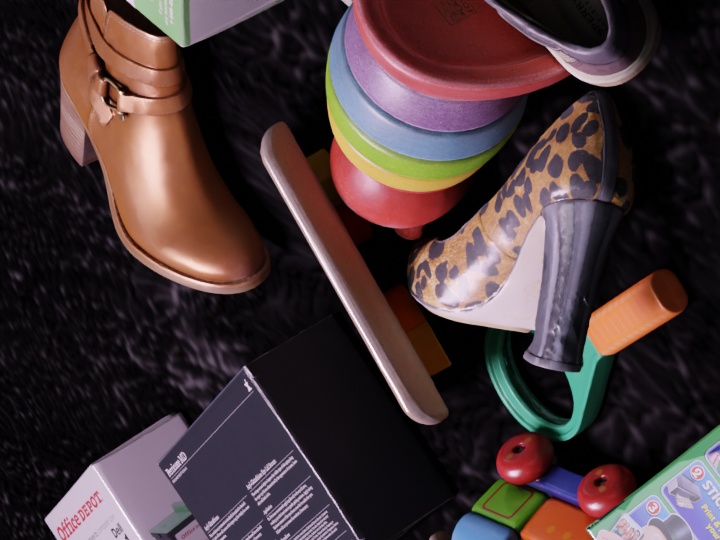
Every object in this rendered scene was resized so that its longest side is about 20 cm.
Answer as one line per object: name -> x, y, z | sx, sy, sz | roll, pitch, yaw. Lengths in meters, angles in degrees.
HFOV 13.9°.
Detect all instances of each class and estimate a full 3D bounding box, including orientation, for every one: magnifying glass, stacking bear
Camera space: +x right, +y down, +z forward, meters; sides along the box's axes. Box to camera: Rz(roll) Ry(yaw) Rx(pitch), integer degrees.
magnifying glass -> 0.123, 0.040, 1.601 | 0.080, 0.022, 0.200 | 58, 154, 4
stacking bear -> 0.034, -0.090, 1.537 | 0.122, 0.114, 0.200 | 53, 156, 17

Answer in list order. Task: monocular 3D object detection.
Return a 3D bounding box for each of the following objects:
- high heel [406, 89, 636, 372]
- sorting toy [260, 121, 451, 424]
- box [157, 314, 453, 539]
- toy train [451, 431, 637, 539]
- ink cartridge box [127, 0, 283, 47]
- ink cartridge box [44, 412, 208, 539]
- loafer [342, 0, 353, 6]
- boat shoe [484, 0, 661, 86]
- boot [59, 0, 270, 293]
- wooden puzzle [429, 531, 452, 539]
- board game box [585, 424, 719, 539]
high heel -> 0.085, -0.037, 1.565 | 0.200, 0.071, 0.143 | -150, 70, -64
sorting toy -> 0.000, 0.000, 1.678 | 0.185, 0.036, 0.200 | 61, 180, 0
box -> -0.039, 0.133, 1.887 | 0.141, 0.079, 0.200 | 54, 152, 6
toy train -> 0.123, 0.172, 1.603 | 0.200, 0.116, 0.085 | 20, 148, 51
ink cartridge box -> -0.132, -0.245, 1.680 | 0.200, 0.084, 0.146 | 39, 145, 33
ink cartridge box -> -0.127, 0.221, 2.104 | 0.200, 0.084, 0.145 | 57, 152, 7
loafer -> -0.015, -0.227, 1.528 | 0.063, 0.072, 0.200 | 42, 150, 44
boat shoe -> 0.065, -0.171, 1.423 | 0.200, 0.072, 0.065 | 49, -174, 12
boot -> -0.121, -0.091, 1.823 | 0.200, 0.074, 0.155 | 43, 144, 24
wooden puzzle -> 0.111, 0.265, 1.750 | 0.200, 0.046, 0.186 | 31, 149, 56
board game box -> 0.223, 0.171, 1.471 | 0.135, 0.029, 0.200 | -40, 77, 23
